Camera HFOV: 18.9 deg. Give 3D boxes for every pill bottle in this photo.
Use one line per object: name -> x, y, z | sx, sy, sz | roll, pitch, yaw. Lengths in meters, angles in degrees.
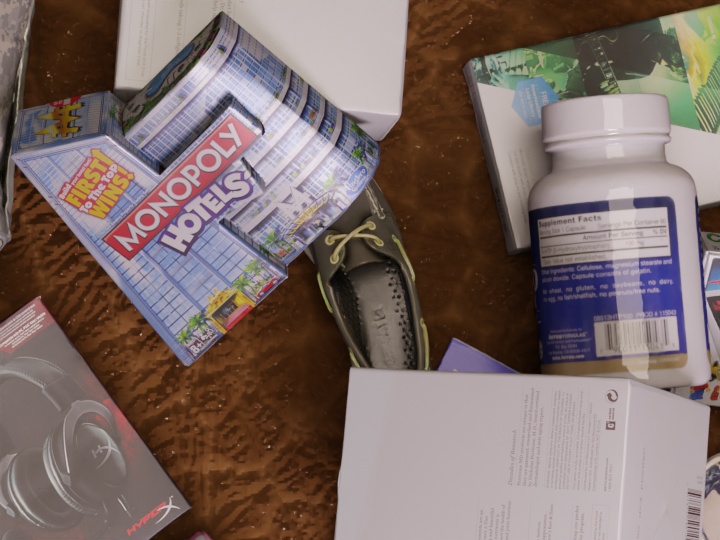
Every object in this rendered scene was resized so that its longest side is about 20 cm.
pill bottle -> 0.177, -0.017, 1.501 | 0.119, 0.120, 0.202 | -3, 87, -8

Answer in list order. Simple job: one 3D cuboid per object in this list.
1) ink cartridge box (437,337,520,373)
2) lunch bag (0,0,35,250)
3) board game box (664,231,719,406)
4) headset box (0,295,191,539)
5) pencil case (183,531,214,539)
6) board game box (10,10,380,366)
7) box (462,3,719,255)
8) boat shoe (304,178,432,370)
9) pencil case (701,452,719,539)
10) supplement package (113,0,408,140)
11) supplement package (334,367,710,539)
ink cartridge box -> 0.109, 0.179, 1.544 | 0.197, 0.043, 0.201 | 27, 80, -4
lunch bag -> -0.310, -0.111, 1.466 | 0.166, 0.139, 0.202 | 7, 84, -6
board game box -> 0.328, 0.044, 1.560 | 0.198, 0.035, 0.127 | 6, 118, -7
headset box -> -0.233, 0.126, 1.484 | 0.148, 0.077, 0.201 | -36, 91, -10
pencil case -> -0.160, 0.261, 1.477 | 0.199, 0.083, 0.087 | -36, 85, -11
board game box -> -0.123, -0.065, 1.447 | 0.199, 0.062, 0.200 | 37, 114, -25
box -> 0.187, -0.104, 1.588 | 0.198, 0.036, 0.146 | -14, 86, -10
boat shoe -> 0.003, -0.001, 1.538 | 0.072, 0.060, 0.203 | -18, 86, -7
pencil case -> 0.295, 0.151, 1.498 | 0.077, 0.199, 0.090 | 7, 96, 31
supplement package -> -0.071, -0.164, 1.517 | 0.198, 0.117, 0.118 | 5, 83, -6
supplement package -> 0.105, 0.149, 1.407 | 0.198, 0.150, 0.153 | 1, 81, 29
